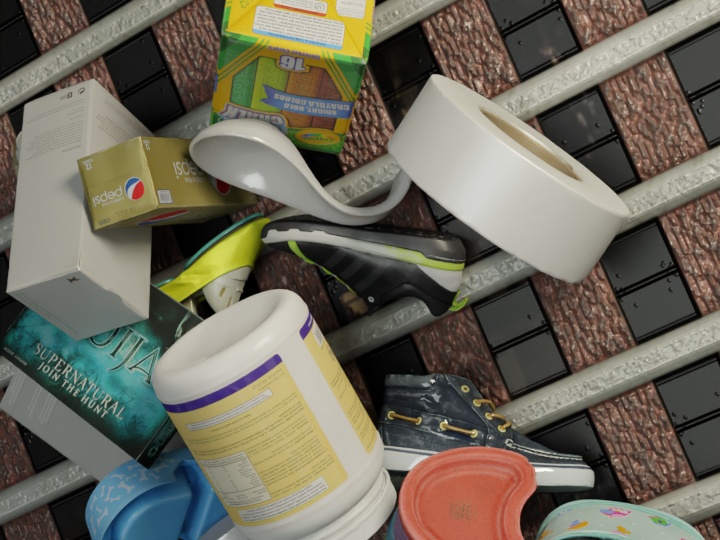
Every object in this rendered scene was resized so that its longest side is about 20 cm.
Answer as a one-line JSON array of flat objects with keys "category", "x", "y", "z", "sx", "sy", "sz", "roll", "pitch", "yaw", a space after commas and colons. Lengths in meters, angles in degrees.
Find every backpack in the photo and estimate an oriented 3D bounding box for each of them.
[{"category": "backpack", "x": 0.210, "y": 0.289, "z": 1.217, "sx": 0.174, "sy": 0.153, "sz": 0.202, "roll": 9, "pitch": 112, "yaw": 18}]

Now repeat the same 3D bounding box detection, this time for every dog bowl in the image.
[{"category": "dog bowl", "x": -0.162, "y": 0.212, "z": 1.348, "sx": 0.050, "sy": 0.198, "sz": 0.112, "roll": 44, "pitch": 126, "yaw": 37}]

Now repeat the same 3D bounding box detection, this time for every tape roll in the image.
[{"category": "tape roll", "x": 0.122, "y": -0.076, "z": 1.215, "sx": 0.202, "sy": 0.202, "sz": 0.071, "roll": 38, "pitch": 104, "yaw": 15}]

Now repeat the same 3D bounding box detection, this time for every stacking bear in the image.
[{"category": "stacking bear", "x": 0.073, "y": 0.251, "z": 1.262, "sx": 0.112, "sy": 0.122, "sz": 0.201, "roll": 11, "pitch": 141, "yaw": 1}]

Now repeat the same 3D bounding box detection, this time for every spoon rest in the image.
[{"category": "spoon rest", "x": -0.052, "y": -0.083, "z": 1.289, "sx": 0.198, "sy": 0.099, "sz": 0.061, "roll": 13, "pitch": 68, "yaw": -13}]

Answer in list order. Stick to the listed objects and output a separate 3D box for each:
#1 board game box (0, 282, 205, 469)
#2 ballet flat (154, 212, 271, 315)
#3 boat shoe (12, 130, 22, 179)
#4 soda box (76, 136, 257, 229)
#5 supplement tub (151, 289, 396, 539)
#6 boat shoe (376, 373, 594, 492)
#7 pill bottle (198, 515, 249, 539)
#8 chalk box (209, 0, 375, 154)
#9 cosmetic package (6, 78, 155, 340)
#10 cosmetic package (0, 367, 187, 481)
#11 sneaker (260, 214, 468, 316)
[{"category": "board game box", "x": -0.222, "y": 0.070, "z": 1.338, "sx": 0.199, "sy": 0.028, "sz": 0.136, "roll": 31, "pitch": 79, "yaw": 29}, {"category": "ballet flat", "x": -0.155, "y": 0.025, "z": 1.390, "sx": 0.199, "sy": 0.067, "sz": 0.067, "roll": -32, "pitch": 78, "yaw": 10}, {"category": "boat shoe", "x": -0.279, "y": -0.048, "z": 1.446, "sx": 0.068, "sy": 0.074, "sz": 0.202, "roll": -16, "pitch": 96, "yaw": 50}, {"category": "soda box", "x": -0.168, "y": -0.078, "z": 1.326, "sx": 0.067, "sy": 0.200, "sz": 0.065, "roll": -17, "pitch": 87, "yaw": 21}, {"category": "supplement tub", "x": -0.068, "y": 0.134, "z": 1.238, "sx": 0.144, "sy": 0.146, "sz": 0.201, "roll": -23, "pitch": 106, "yaw": 20}, {"category": "boat shoe", "x": 0.109, "y": 0.141, "z": 1.299, "sx": 0.198, "sy": 0.071, "sz": 0.092, "roll": 6, "pitch": 77, "yaw": 11}, {"category": "pill bottle", "x": -0.067, "y": 0.311, "z": 1.331, "sx": 0.110, "sy": 0.111, "sz": 0.201, "roll": -32, "pitch": 97, "yaw": 19}, {"category": "chalk box", "x": -0.061, "y": -0.187, "z": 1.286, "sx": 0.123, "sy": 0.200, "sz": 0.125, "roll": 9, "pitch": 64, "yaw": -5}, {"category": "cosmetic package", "x": -0.246, "y": -0.054, "z": 1.324, "sx": 0.084, "sy": 0.108, "sz": 0.202, "roll": -15, "pitch": 56, "yaw": 22}, {"category": "cosmetic package", "x": -0.237, "y": 0.136, "z": 1.426, "sx": 0.199, "sy": 0.090, "sz": 0.108, "roll": 33, "pitch": 104, "yaw": 14}, {"category": "sneaker", "x": 0.000, "y": 0.000, "z": 1.330, "sx": 0.198, "sy": 0.072, "sz": 0.084, "roll": 10, "pitch": 101, "yaw": 17}]
